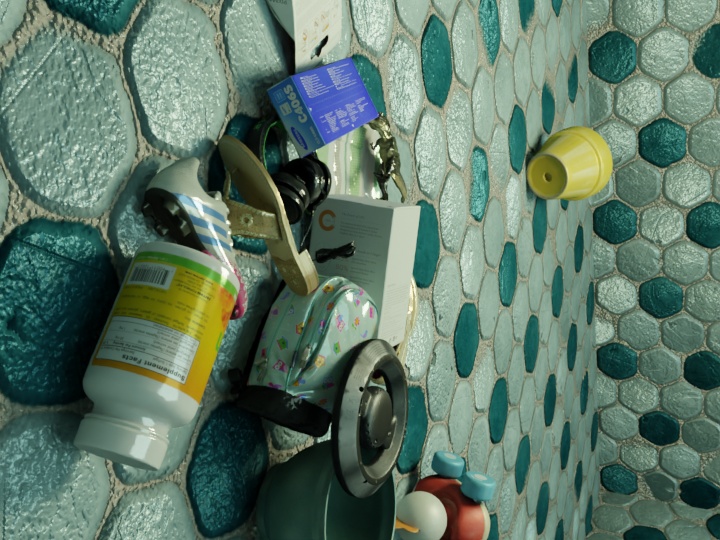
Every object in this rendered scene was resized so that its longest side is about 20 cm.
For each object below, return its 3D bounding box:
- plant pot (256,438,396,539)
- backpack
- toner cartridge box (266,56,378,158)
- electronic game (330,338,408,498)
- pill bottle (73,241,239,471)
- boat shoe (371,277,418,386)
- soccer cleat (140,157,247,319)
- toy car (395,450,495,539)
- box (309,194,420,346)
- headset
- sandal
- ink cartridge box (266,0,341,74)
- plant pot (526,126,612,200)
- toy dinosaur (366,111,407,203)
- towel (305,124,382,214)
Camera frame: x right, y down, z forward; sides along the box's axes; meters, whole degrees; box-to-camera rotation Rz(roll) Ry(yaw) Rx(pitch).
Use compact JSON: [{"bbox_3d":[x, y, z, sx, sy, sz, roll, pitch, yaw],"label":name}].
[{"bbox_3d":[-0.053,0.320,1.045,0.200,0.133,0.202,15,72,-61],"label":"plant pot"},{"bbox_3d":[-0.063,0.103,1.005,0.167,0.126,0.201,47,59,-59],"label":"backpack"},{"bbox_3d":[-0.045,-0.222,1.047,0.095,0.043,0.200,62,28,-9],"label":"toner cartridge box"},{"bbox_3d":[0.013,0.187,1.001,0.200,0.041,0.201,-15,106,-63],"label":"electronic game"},{"bbox_3d":[-0.199,0.084,0.759,0.111,0.110,0.201,51,49,-53],"label":"pill bottle"},{"bbox_3d":[0.049,0.092,1.292,0.069,0.073,0.201,17,79,-68],"label":"boat shoe"},{"bbox_3d":[-0.163,-0.034,0.859,0.087,0.069,0.201,-61,143,-37],"label":"soccer cleat"},{"bbox_3d":[0.117,0.444,1.433,0.199,0.177,0.185,11,98,-35],"label":"toy car"},{"bbox_3d":[0.000,0.000,1.106,0.097,0.124,0.201,-13,112,-62],"label":"box"},{"bbox_3d":[-0.073,-0.103,1.003,0.123,0.094,0.201,-44,120,-52],"label":"headset"},{"bbox_3d":[-0.125,-0.048,0.909,0.070,0.077,0.212,-40,112,-30],"label":"sandal"},{"bbox_3d":[-0.075,-0.374,1.044,0.162,0.050,0.201,-59,160,-44],"label":"ink cartridge box"},{"bbox_3d":[0.554,-0.277,2.138,0.188,0.200,0.202,-25,117,-42],"label":"plant pot"},{"bbox_3d":[0.043,-0.153,1.222,0.201,0.047,0.088,70,31,-43],"label":"toy dinosaur"},{"bbox_3d":[-0.019,-0.152,1.176,0.200,0.031,0.150,-6,98,-63],"label":"towel"}]
